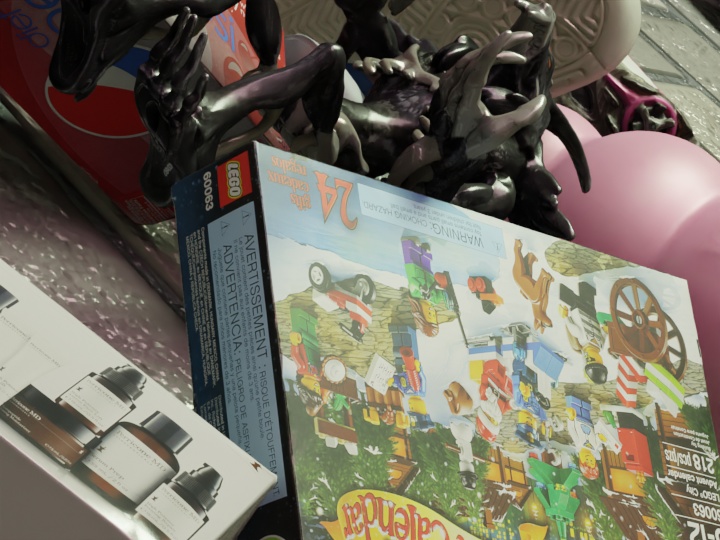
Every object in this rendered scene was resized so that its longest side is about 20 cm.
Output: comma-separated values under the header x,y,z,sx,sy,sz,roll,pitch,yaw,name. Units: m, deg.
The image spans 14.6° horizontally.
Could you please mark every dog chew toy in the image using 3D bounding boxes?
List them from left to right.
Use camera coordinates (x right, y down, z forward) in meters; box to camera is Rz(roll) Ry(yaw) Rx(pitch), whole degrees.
x,y,z,sx,sy,sz,roll,pitch,yaw,name
0.107,0.006,1.042,0.200,0.125,0.124,36,18,23,dog chew toy

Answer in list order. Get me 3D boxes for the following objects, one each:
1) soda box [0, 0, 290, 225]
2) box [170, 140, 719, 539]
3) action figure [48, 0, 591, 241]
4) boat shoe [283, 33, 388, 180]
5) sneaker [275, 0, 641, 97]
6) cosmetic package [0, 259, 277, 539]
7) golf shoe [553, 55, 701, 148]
x,y,z,sx,sy,sz,roll,pitch,yaw,name
-0.096,-0.100,0.899,0.200,0.063,0.070,50,26,-46,soda box
0.034,0.051,0.840,0.200,0.038,0.137,15,58,-44,box
0.010,-0.066,0.874,0.200,0.102,0.119,2,44,-42,action figure
0.002,-0.002,0.949,0.068,0.074,0.200,30,22,-35,boat shoe
0.020,-0.097,1.079,0.199,0.077,0.111,-4,3,21,sneaker
-0.122,0.020,0.728,0.200,0.051,0.083,38,19,4,cosmetic package
0.087,-0.067,1.173,0.200,0.072,0.092,62,-5,-12,golf shoe
